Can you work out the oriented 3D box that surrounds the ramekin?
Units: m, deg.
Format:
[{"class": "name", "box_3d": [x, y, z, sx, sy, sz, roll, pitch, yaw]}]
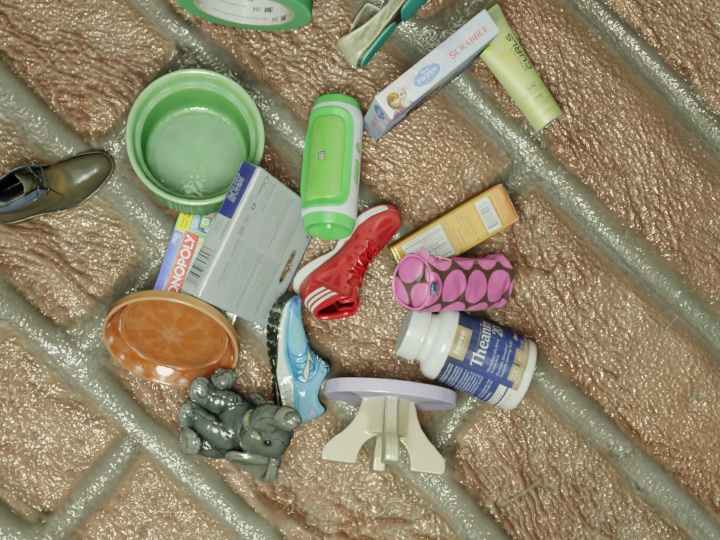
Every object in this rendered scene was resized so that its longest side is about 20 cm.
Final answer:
[{"class": "ramekin", "box_3d": [-0.239, -0.180, 1.366, 0.195, 0.098, 0.205, 2, 78, -9]}]

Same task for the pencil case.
[{"class": "pencil case", "box_3d": [0.143, 0.013, 1.367, 0.197, 0.090, 0.096, -2, 113, -44]}]

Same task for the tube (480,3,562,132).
[{"class": "tube", "box_3d": [0.238, -0.312, 1.454, 0.058, 0.052, 0.202, -30, 86, -45]}]

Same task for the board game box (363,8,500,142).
[{"class": "board game box", "box_3d": [0.096, -0.278, 1.363, 0.199, 0.199, 0.041, -40, 92, -4]}]

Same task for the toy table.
[{"class": "toy table", "box_3d": [0.041, 0.229, 1.366, 0.195, 0.184, 0.120, 4, 72, 6]}]

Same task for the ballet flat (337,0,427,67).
[{"class": "ballet flat", "box_3d": [0.042, -0.400, 1.430, 0.062, 0.067, 0.200, 43, 85, 7]}]

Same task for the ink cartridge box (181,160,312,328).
[{"class": "ink cartridge box", "box_3d": [-0.153, -0.032, 1.358, 0.043, 0.200, 0.200, 23, 84, 27]}]

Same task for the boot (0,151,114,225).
[{"class": "boot", "box_3d": [-0.455, -0.121, 1.360, 0.197, 0.097, 0.076, -27, 91, -5]}]

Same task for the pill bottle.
[{"class": "pill bottle", "box_3d": [0.156, 0.123, 1.402, 0.196, 0.111, 0.113, 22, 87, -4]}]

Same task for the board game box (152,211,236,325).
[{"class": "board game box", "box_3d": [-0.235, 0.007, 1.412, 0.132, 0.029, 0.204, 19, 87, -5]}]

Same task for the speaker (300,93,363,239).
[{"class": "speaker", "box_3d": [-0.041, -0.154, 1.385, 0.086, 0.089, 0.205, 5, 72, -5]}]

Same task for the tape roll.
[{"class": "tape roll", "box_3d": [-0.165, -0.398, 1.341, 0.195, 0.200, 0.049, 7, 88, -5]}]

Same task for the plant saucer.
[{"class": "plant saucer", "box_3d": [-0.270, 0.097, 1.344, 0.195, 0.203, 0.033, 11, 46, -4]}]

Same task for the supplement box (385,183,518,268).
[{"class": "supplement box", "box_3d": [0.139, -0.057, 1.429, 0.197, 0.067, 0.070, -28, 94, -5]}]

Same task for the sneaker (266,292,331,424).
[{"class": "sneaker", "box_3d": [-0.090, 0.131, 1.405, 0.088, 0.078, 0.205, -7, 102, -17]}]

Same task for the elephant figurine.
[{"class": "elephant figurine", "box_3d": [-0.148, 0.227, 1.305, 0.196, 0.155, 0.145, 12, 100, 22]}]

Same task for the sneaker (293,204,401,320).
[{"class": "sneaker", "box_3d": [0.000, 0.000, 1.382, 0.200, 0.116, 0.078, -43, 134, 5]}]
